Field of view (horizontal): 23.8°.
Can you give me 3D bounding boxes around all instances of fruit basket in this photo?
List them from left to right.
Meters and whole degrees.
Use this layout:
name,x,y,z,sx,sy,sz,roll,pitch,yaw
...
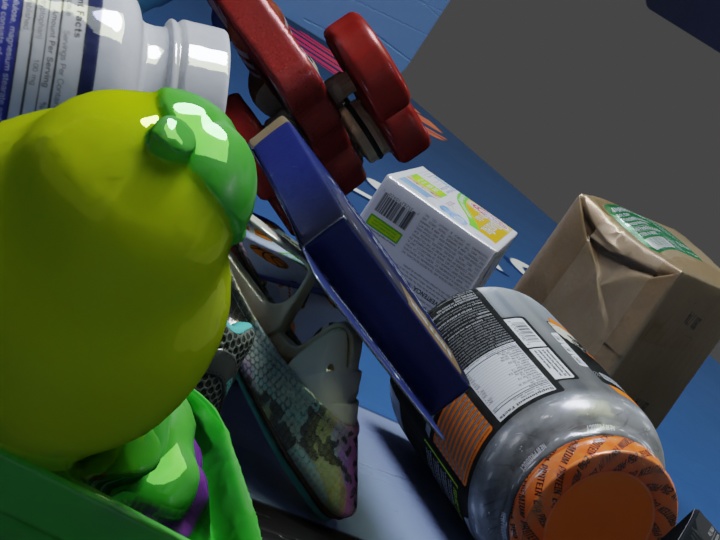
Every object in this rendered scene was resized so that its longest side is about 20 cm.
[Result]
name,x,y,z,sx,sy,sz,roll,pitch,yaw
fruit basket,-0.108,0.019,0.512,0.215,0.217,0.156,30,11,-23

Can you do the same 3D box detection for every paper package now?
name,x,y,z,sx,sy,sz,roll,pitch,yaw
paper package,0.188,0.053,1.315,0.103,0.191,0.200,39,12,26

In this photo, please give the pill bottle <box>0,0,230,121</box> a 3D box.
name,x,y,z,sx,sy,sz,roll,pitch,yaw
pill bottle,-0.175,-0.101,0.906,0.198,0.121,0.120,9,18,-16

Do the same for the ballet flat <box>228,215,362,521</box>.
name,x,y,z,sx,sy,sz,roll,pitch,yaw
ballet flat,-0.044,0.029,0.872,0.201,0.071,0.069,55,7,10

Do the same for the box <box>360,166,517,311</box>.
name,x,y,z,sx,sy,sz,roll,pitch,yaw
box,0.055,-0.014,1.452,0.112,0.102,0.200,35,10,5

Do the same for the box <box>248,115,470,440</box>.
name,x,y,z,sx,sy,sz,roll,pitch,yaw
box,0.000,0.000,0.908,0.121,0.032,0.200,53,4,-26

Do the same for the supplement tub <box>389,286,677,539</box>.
name,x,y,z,sx,sy,sz,roll,pitch,yaw
supplement tub,0.101,0.101,1.014,0.122,0.123,0.200,29,12,-28

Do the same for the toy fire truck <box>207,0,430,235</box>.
name,x,y,z,sx,sy,sz,roll,pitch,yaw
toy fire truck,-0.050,-0.128,1.083,0.169,0.112,0.200,57,0,18

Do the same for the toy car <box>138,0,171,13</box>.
name,x,y,z,sx,sy,sz,roll,pitch,yaw
toy car,-0.168,-0.101,1.090,0.201,0.183,0.177,62,6,-10

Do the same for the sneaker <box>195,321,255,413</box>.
name,x,y,z,sx,sy,sz,roll,pitch,yaw
sneaker,-0.107,0.016,0.830,0.077,0.092,0.200,26,13,-42

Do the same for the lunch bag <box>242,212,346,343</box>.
name,x,y,z,sx,sy,sz,roll,pitch,yaw
lunch bag,-0.091,-0.002,1.020,0.160,0.076,0.199,39,10,35

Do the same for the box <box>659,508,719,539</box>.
name,x,y,z,sx,sy,sz,roll,pitch,yaw
box,0.175,0.207,0.830,0.141,0.079,0.200,47,12,11
